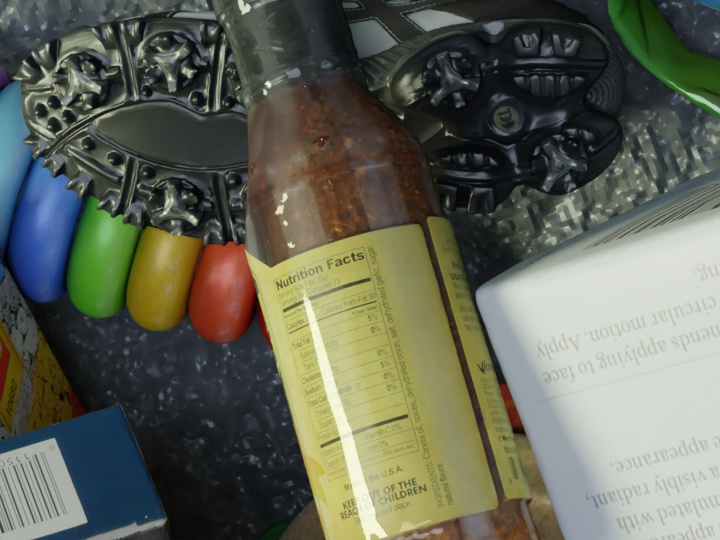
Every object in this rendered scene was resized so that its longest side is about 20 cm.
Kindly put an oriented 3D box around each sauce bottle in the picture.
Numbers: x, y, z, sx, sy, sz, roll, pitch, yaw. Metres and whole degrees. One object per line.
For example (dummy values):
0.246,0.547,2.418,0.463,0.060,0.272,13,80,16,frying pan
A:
0.000,0.000,0.903,0.066,0.066,0.201,-18,77,15,sauce bottle

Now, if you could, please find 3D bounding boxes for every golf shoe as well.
-0.012,-0.058,0.992,0.199,0.095,0.078,2,113,5,golf shoe

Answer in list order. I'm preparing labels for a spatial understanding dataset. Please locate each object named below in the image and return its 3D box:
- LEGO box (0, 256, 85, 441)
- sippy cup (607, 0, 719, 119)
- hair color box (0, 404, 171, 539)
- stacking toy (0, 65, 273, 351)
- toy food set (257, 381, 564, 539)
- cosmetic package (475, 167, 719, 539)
-0.203,0.068,1.023,0.199,0.077,0.149,-9,134,14,LEGO box
0.157,-0.127,0.932,0.130,0.178,0.140,24,74,-3,sippy cup
-0.104,0.147,0.991,0.099,0.061,0.201,-16,132,-11,hair color box
-0.077,-0.015,1.027,0.199,0.085,0.086,18,101,3,stacking toy
0.055,0.139,1.017,0.199,0.049,0.199,-22,103,20,toy food set
0.171,0.058,0.904,0.164,0.165,0.201,-17,95,41,cosmetic package
